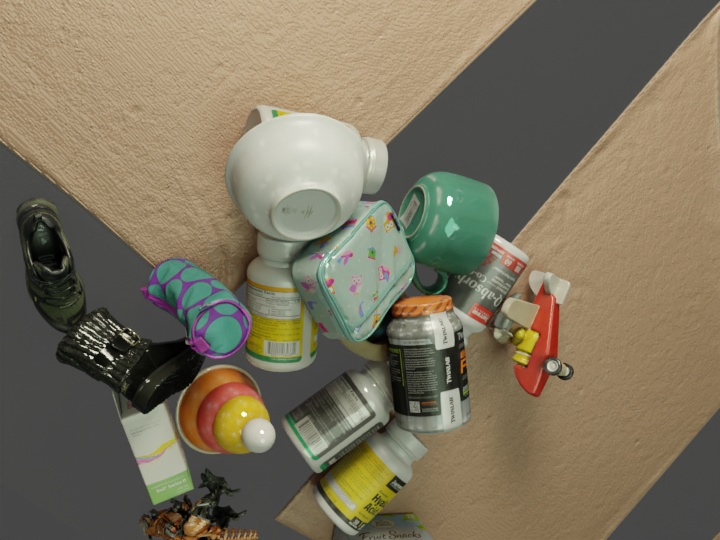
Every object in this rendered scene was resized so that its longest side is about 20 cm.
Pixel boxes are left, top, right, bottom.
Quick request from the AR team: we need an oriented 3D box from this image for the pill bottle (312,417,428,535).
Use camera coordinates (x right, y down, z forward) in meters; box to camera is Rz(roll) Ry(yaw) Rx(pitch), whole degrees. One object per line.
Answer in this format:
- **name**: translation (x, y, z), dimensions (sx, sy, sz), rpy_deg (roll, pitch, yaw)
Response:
- **pill bottle**: translation (0.021, 0.355, 1.355), dimensions (0.200, 0.111, 0.111), rpy_deg (-45, 119, -2)

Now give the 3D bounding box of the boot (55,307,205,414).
- **boot**: translation (-0.322, 0.113, 1.129), dimensions (0.158, 0.211, 0.080), rpy_deg (30, 108, 8)

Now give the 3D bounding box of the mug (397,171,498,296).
- **mug**: translation (0.126, -0.063, 1.216), dimensions (0.114, 0.152, 0.186), rpy_deg (14, 73, -24)

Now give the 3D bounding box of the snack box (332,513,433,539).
- **snack box**: translation (0.059, 0.522, 1.380), dimensions (0.168, 0.200, 0.068), rpy_deg (5, 106, -25)

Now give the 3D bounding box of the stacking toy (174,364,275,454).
- **stacking toy**: translation (-0.185, 0.234, 1.168), dimensions (0.146, 0.200, 0.147), rpy_deg (-5, 100, -30)

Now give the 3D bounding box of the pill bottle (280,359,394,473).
- **pill bottle**: translation (-0.023, 0.237, 1.293), dimensions (0.200, 0.113, 0.113), rpy_deg (-35, 118, -7)

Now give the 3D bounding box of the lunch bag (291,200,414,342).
- **lunch bag**: translation (0.000, 0.000, 1.141), dimensions (0.200, 0.077, 0.161), rpy_deg (-48, 124, -36)

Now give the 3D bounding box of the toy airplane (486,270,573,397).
- **toy airplane**: translation (0.302, 0.095, 1.371), dimensions (0.199, 0.141, 0.200), rpy_deg (-49, 126, -47)

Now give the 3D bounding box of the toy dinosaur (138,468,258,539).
- **toy dinosaur**: translation (-0.255, 0.412, 1.243), dimensions (0.200, 0.136, 0.102), rpy_deg (22, 122, 14)

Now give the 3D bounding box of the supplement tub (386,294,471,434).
- **supplement tub**: translation (0.105, 0.144, 1.211), dimensions (0.122, 0.122, 0.201), rpy_deg (-9, 97, -19)

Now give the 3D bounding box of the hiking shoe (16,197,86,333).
- **hiking shoe**: translation (-0.424, 0.006, 1.051), dimensions (0.076, 0.101, 0.201), rpy_deg (-17, 114, -16)

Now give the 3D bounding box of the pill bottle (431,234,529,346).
- **pill bottle**: translation (0.185, 0.033, 1.304), dimensions (0.116, 0.116, 0.200), rpy_deg (30, 96, -28)

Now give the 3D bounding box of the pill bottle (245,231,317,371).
- **pill bottle**: translation (-0.118, 0.041, 1.175), dimensions (0.112, 0.113, 0.201), rpy_deg (-3, 110, -21)

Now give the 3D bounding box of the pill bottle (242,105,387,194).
- **pill bottle**: translation (-0.066, -0.168, 1.130), dimensions (0.199, 0.113, 0.113), rpy_deg (7, 106, -25)

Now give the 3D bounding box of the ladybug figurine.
- **ladybug figurine**: translation (0.009, 0.070, 1.261), dimensions (0.200, 0.072, 0.136), rpy_deg (44, 73, -27)

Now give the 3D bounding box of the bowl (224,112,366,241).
- **bowl**: translation (-0.079, -0.105, 1.042), dimensions (0.200, 0.091, 0.201), rpy_deg (-9, 138, -9)

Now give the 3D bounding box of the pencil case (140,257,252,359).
- **pencil case**: translation (-0.234, 0.049, 1.090), dimensions (0.092, 0.200, 0.085), rpy_deg (-28, 121, -22)

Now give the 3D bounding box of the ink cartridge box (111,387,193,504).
- **ink cartridge box**: translation (-0.318, 0.234, 1.168), dimensions (0.067, 0.117, 0.201), rpy_deg (-18, 115, -14)
